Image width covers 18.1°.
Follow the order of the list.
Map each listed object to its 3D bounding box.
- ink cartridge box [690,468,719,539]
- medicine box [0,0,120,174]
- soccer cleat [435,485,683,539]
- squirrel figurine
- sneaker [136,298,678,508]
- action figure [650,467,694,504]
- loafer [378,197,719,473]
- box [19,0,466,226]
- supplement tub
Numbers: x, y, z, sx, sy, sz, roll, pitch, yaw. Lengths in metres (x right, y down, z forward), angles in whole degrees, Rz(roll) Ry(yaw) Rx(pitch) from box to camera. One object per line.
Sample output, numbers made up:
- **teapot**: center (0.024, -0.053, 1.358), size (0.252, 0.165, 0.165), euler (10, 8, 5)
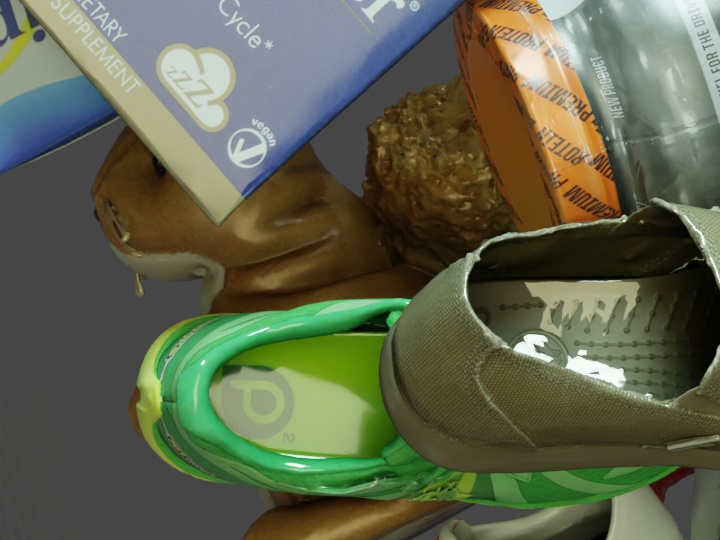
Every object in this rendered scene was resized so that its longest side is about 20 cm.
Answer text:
- **ink cartridge box**: center (0.190, 0.119, 0.732), size (0.144, 0.145, 0.202), euler (9, 67, -5)
- **medicine box**: center (-0.142, -0.157, 0.761), size (0.102, 0.182, 0.201), euler (-30, 113, -8)
- **soccer cleat**: center (0.028, 0.136, 0.790), size (0.199, 0.069, 0.086), euler (-32, 123, -11)
- **squirrel figurine**: center (0.000, 0.000, 0.832), size (0.199, 0.142, 0.188), euler (-27, 80, 5)
- **sneaker**: center (0.029, 0.044, 0.716), size (0.198, 0.084, 0.075), euler (-4, 91, -8)
- **action figure**: center (0.195, 0.032, 0.863), size (0.198, 0.052, 0.066), euler (-22, 87, 1)
- **loafer**: center (0.106, 0.019, 0.649), size (0.198, 0.068, 0.077), euler (-9, 68, -9)
- **box**: center (-0.009, -0.125, 0.677), size (0.200, 0.032, 0.121), euler (-42, 99, 0)
- **supplement tub**: center (0.137, -0.075, 0.719), size (0.198, 0.123, 0.124), euler (-21, 92, -7)
